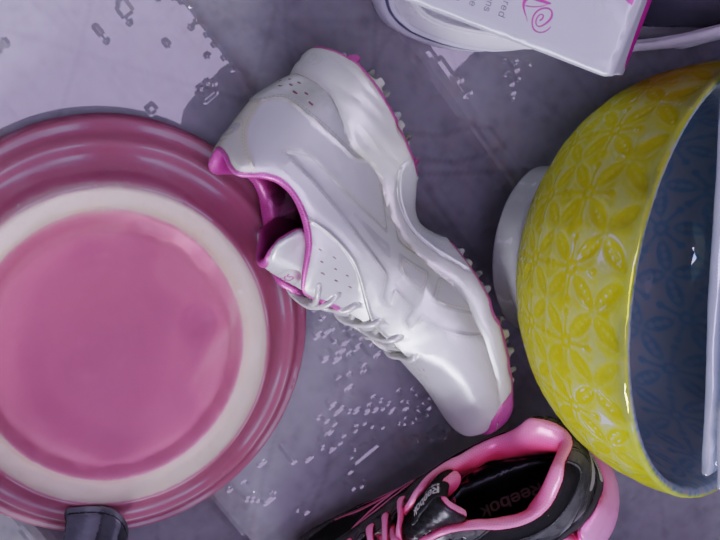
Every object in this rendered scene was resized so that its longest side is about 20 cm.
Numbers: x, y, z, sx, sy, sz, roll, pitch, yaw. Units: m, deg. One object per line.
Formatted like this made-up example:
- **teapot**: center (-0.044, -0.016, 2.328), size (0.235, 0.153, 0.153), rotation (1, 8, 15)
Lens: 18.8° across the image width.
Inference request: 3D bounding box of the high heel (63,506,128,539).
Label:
- **high heel**: center (-0.203, 0.172, 0.962), size (0.198, 0.143, 0.072), rotation (-12, 122, 9)

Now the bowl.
- **bowl**: center (0.127, -0.003, 1.018), size (0.200, 0.107, 0.202), rotation (-19, 114, -51)

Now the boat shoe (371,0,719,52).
- **boat shoe**: center (0.106, -0.137, 1.015), size (0.198, 0.065, 0.074), rotation (-7, 105, -11)

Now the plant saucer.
- **plant saucer**: center (-0.120, 0.030, 1.011), size (0.199, 0.051, 0.202), rotation (-3, 103, -12)

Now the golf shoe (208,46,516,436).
- **golf shoe**: center (0.000, 0.000, 1.011), size (0.091, 0.075, 0.201), rotation (-34, 103, -23)

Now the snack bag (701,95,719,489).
- **snack bag**: center (0.216, -0.012, 1.030), size (0.199, 0.021, 0.190), rotation (-20, 114, -52)

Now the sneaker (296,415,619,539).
- **sneaker**: center (0.026, 0.126, 1.030), size (0.199, 0.095, 0.079), rotation (-29, 66, -1)

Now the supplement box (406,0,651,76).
- **supplement box**: center (0.037, -0.164, 0.940), size (0.199, 0.103, 0.102), rotation (23, 98, 8)
